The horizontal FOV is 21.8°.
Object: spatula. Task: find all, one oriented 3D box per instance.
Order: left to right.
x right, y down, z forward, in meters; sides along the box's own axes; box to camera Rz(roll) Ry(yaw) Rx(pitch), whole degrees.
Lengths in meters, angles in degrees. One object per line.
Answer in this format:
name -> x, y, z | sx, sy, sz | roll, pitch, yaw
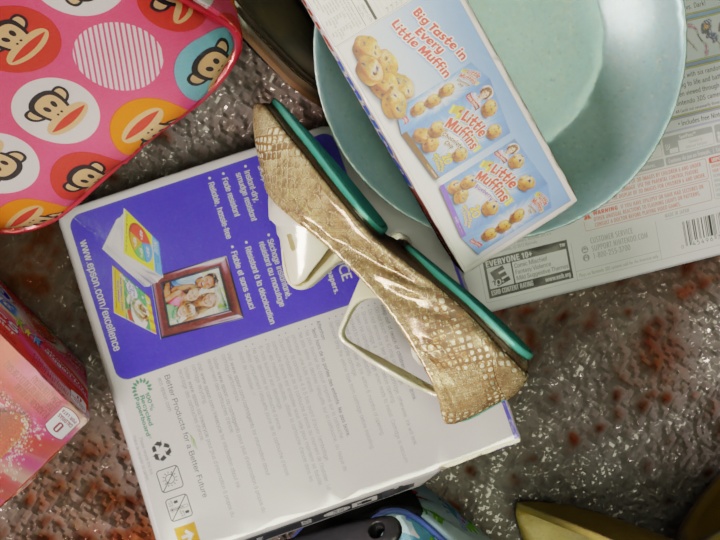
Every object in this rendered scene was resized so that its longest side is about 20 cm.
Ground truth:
spatula -> -0.060, 0.163, 1.010 | 0.199, 0.057, 0.021 | -22, 138, 32

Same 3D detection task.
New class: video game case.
video game case -> 0.133, -0.088, 1.039 | 0.198, 0.045, 0.183 | -13, 103, -7

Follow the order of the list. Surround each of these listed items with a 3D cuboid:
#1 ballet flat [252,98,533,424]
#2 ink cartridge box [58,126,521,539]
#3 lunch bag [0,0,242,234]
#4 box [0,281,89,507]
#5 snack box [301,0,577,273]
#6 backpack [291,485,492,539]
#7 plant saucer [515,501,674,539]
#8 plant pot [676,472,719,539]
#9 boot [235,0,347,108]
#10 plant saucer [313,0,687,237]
ballet flat -> 0.000, 0.000, 0.955 | 0.065, 0.070, 0.200 | -45, 79, 5
ink cartridge box -> -0.039, 0.034, 0.999 | 0.198, 0.043, 0.200 | -18, 80, -3
lunch bag -> -0.174, -0.114, 0.902 | 0.199, 0.083, 0.175 | -34, 136, 29
box -> -0.240, 0.028, 0.970 | 0.095, 0.100, 0.200 | -42, 106, 3
snack box -> 0.032, -0.102, 0.944 | 0.072, 0.024, 0.201 | -32, 104, -3
backpack -> 0.032, 0.238, 1.042 | 0.199, 0.147, 0.183 | 38, 96, -18
plant saucer -> 0.183, 0.224, 1.049 | 0.048, 0.200, 0.202 | -28, 107, -21
plant pot -> 0.287, 0.182, 1.061 | 0.201, 0.201, 0.189 | -44, 91, 2
boot -> -0.049, -0.179, 0.973 | 0.097, 0.075, 0.200 | -41, 104, 4
plant saucer -> 0.071, -0.119, 0.980 | 0.199, 0.039, 0.203 | -2, 102, -9
